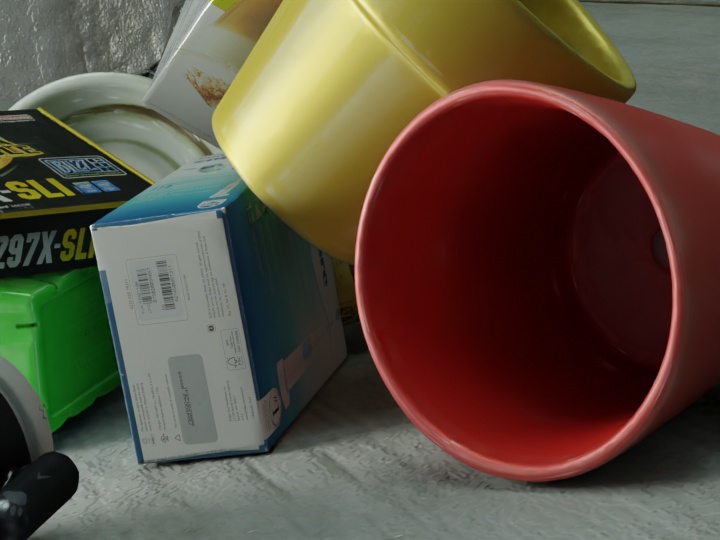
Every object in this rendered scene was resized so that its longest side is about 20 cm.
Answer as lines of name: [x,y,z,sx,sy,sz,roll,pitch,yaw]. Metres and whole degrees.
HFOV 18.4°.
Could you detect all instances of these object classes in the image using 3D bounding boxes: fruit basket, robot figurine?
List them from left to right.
robot figurine: [-0.236,0.109,1.108,0.125,0.150,0.200,-52,-6,25]
fruit basket: [-0.261,0.026,1.424,0.216,0.156,0.216,-3,14,1]

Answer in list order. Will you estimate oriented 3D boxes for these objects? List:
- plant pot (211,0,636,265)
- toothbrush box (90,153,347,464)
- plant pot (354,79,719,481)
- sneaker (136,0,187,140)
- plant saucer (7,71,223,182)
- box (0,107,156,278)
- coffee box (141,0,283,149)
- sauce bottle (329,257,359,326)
plant pot: [0.023,-0.111,1.278,0.189,0.201,0.201,-45,4,15]
toothbrush box: [-0.079,0.014,1.340,0.085,0.146,0.200,-6,13,16]
plant pot: [0.126,-0.003,1.165,0.200,0.200,0.177,-2,5,38]
sneaker: [-0.152,-0.108,1.608,0.084,0.200,0.077,12,28,-22]
plant saucer: [-0.177,-0.037,1.560,0.200,0.200,0.050,-13,-4,-9]
box: [-0.243,-0.049,1.380,0.200,0.049,0.160,-7,30,-41]
coffee box: [0.002,-0.178,1.491,0.198,0.200,0.200,-50,16,37]
sauce bottle: [0.000,0.000,1.453,0.200,0.066,0.066,-19,8,25]
